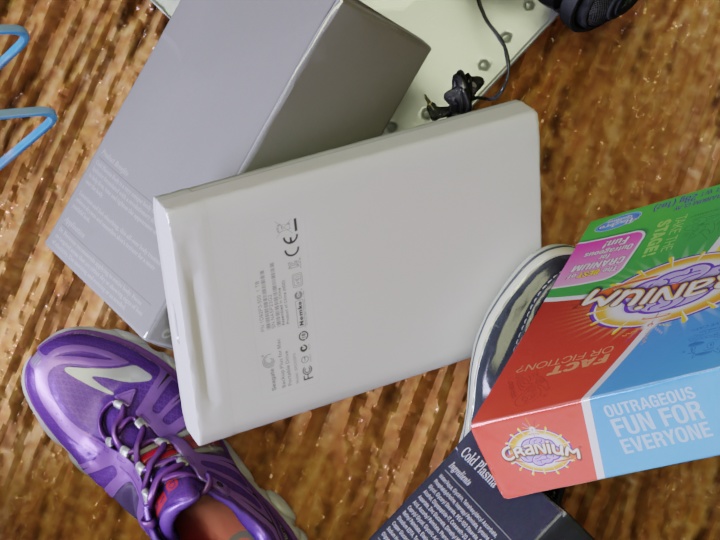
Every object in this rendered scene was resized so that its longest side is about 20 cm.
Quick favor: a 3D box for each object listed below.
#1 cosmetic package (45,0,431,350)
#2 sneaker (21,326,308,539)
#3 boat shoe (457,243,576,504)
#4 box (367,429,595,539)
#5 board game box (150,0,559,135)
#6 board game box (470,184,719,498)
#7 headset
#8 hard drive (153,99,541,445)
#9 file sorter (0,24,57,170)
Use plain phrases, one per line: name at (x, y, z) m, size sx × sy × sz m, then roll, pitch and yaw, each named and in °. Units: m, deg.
cosmetic package at (-0.065, -0.064, 0.852) m, size 0.107 × 0.090 × 0.200 m, roll 40°, pitch 100°, yaw 38°
sneaker at (-0.101, 0.103, 0.870) m, size 0.200 × 0.083 × 0.081 m, roll 42°, pitch 88°, yaw 10°
boat shoe at (0.087, 0.086, 0.852) m, size 0.074 × 0.062 × 0.201 m, roll 20°, pitch 88°, yaw -37°
box at (0.070, 0.214, 0.782) m, size 0.182 × 0.104 × 0.200 m, roll -47°, pitch 116°, yaw -2°
board game box at (0.005, -0.172, 0.925) m, size 0.200 × 0.026 × 0.200 m, roll 43°, pitch 89°, yaw 9°
board game box at (0.152, 0.019, 0.749) m, size 0.152 × 0.200 × 0.040 m, roll -17°, pitch 110°, yaw 31°
headset at (0.096, -0.165, 0.878) m, size 0.123 × 0.094 × 0.201 m, roll 25°, pitch 70°, yaw 12°
hard drive at (0.000, 0.000, 0.829) m, size 0.199 × 0.026 × 0.133 m, roll -17°, pitch 121°, yaw -21°
file sorter at (-0.264, -0.140, 0.868) m, size 0.122 × 0.138 × 0.201 m, roll -30°, pitch 78°, yaw 41°
